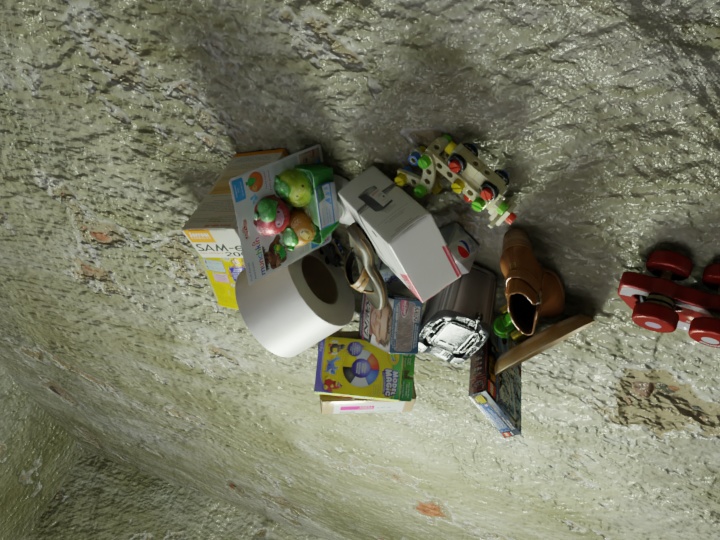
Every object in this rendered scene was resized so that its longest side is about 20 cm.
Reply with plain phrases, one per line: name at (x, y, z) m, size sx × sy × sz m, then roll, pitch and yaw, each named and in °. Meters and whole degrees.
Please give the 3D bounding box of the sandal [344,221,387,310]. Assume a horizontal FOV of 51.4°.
sandal at (0.000, 0.000, 1.312) m, size 0.082 × 0.054 × 0.201 m, roll 52°, pitch 167°, yaw 36°

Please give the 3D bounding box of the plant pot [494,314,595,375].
plant pot at (0.320, 0.127, 1.323) m, size 0.028 × 0.199 × 0.200 m, roll 61°, pitch 149°, yaw 14°

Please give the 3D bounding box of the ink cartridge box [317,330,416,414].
ink cartridge box at (0.010, 0.214, 1.589) m, size 0.198 × 0.166 × 0.075 m, roll 0°, pitch 147°, yaw -5°

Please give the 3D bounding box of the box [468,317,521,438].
box at (0.257, 0.193, 1.412) m, size 0.040 × 0.201 × 0.137 m, roll -22°, pitch 124°, yaw 29°

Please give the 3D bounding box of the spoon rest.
spoon rest at (-0.017, -0.091, 1.367) m, size 0.099 × 0.061 × 0.201 m, roll -9°, pitch 119°, yaw 41°

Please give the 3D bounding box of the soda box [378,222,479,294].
soda box at (0.115, -0.018, 1.351) m, size 0.068 × 0.064 × 0.199 m, roll 43°, pitch 144°, yaw -24°

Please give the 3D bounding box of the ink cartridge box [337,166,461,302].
ink cartridge box at (0.061, -0.063, 1.218) m, size 0.146 × 0.085 × 0.200 m, roll 58°, pitch 176°, yaw -38°

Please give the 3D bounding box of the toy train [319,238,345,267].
toy train at (-0.077, -0.084, 1.416) m, size 0.034 × 0.046 × 0.201 m, roll -4°, pitch 134°, yaw 27°

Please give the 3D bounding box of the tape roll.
tape roll at (-0.126, 0.049, 1.454) m, size 0.139 × 0.203 × 0.203 m, roll -31°, pitch 119°, yaw 25°

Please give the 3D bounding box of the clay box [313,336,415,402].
clay box at (0.011, 0.199, 1.507) m, size 0.198 × 0.116 × 0.048 m, roll 5°, pitch 166°, yaw 1°

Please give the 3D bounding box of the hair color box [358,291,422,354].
hair color box at (0.054, 0.095, 1.433) m, size 0.060 × 0.101 × 0.200 m, roll 4°, pitch -178°, yaw -17°

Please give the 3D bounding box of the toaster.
toaster at (0.178, 0.073, 1.362) m, size 0.113 × 0.130 × 0.200 m, roll 20°, pitch 148°, yaw -5°

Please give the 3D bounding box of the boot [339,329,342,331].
boot at (-0.127, 0.084, 1.653) m, size 0.154 × 0.077 × 0.200 m, roll 14°, pitch 151°, yaw 27°

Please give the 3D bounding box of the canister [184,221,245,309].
canister at (-0.268, -0.020, 1.561) m, size 0.148 × 0.087 × 0.201 m, roll 7°, pitch 128°, yaw 31°

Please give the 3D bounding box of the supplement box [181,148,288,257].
supplement box at (-0.206, -0.118, 1.318) m, size 0.125 × 0.201 × 0.074 m, roll 1°, pitch 139°, yaw 34°

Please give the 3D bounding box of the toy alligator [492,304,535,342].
toy alligator at (0.272, 0.103, 1.338) m, size 0.054 × 0.060 × 0.200 m, roll -28°, pitch 160°, yaw 14°

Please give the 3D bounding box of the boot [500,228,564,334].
boot at (0.284, 0.047, 1.220) m, size 0.076 × 0.156 × 0.201 m, roll -14°, pitch 127°, yaw 20°

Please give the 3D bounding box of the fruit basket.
fruit basket at (-0.122, -0.095, 1.248) m, size 0.093 × 0.200 × 0.187 m, roll 13°, pitch 121°, yaw 36°

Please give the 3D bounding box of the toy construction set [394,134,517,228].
toy construction set at (0.158, -0.129, 1.144) m, size 0.199 × 0.092 × 0.131 m, roll 29°, pitch 147°, yaw -3°

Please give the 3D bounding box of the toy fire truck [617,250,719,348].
toy fire truck at (0.499, 0.059, 1.159) m, size 0.199 × 0.113 × 0.168 m, roll 16°, pitch 164°, yaw 19°
